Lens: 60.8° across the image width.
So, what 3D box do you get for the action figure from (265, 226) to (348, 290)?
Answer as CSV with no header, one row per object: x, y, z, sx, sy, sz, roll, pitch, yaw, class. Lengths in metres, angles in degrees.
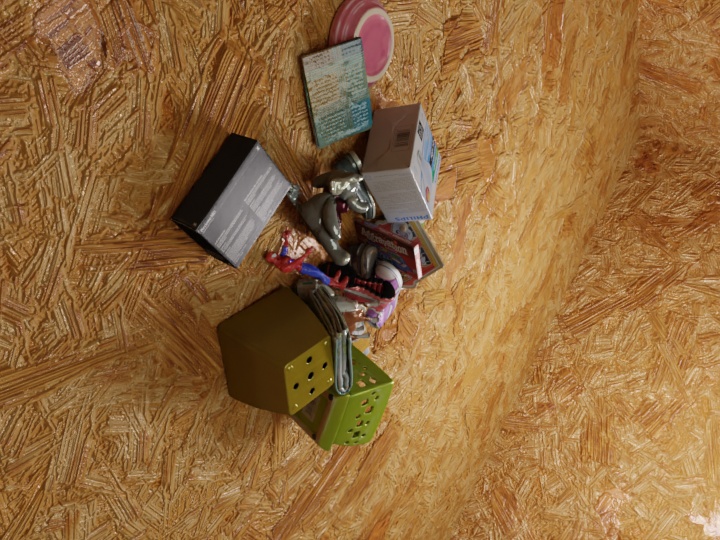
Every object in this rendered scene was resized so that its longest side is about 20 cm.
-0.113,-0.029,1.357,0.198,0.065,0.100,14,100,-33,action figure

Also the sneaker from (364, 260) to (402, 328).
0.053,0.074,1.566,0.115,0.072,0.202,-53,154,-34,sneaker

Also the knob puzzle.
0.089,-0.039,1.581,0.030,0.217,0.223,-30,133,-64,knob puzzle

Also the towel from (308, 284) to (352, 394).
-0.068,0.157,1.387,0.048,0.172,0.202,-14,133,-19,towel

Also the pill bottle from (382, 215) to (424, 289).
0.102,-0.057,1.650,0.110,0.110,0.203,-13,118,-52,pill bottle

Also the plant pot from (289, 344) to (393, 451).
-0.065,0.314,1.524,0.180,0.198,0.202,-5,123,-47,plant pot

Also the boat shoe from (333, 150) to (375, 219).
-0.015,-0.192,1.462,0.061,0.073,0.201,-29,138,-9,boat shoe

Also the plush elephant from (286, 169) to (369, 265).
-0.055,-0.145,1.327,0.154,0.165,0.201,-36,116,-3,plush elephant

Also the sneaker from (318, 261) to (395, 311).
-0.018,0.050,1.493,0.087,0.198,0.074,117,-7,-46,sneaker

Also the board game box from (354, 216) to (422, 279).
0.067,-0.056,1.518,0.019,0.199,0.104,-38,137,-29,board game box

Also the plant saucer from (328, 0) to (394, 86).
0.012,-0.492,1.334,0.200,0.050,0.203,-31,131,-44,plant saucer

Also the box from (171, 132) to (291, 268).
-0.236,-0.130,1.148,0.201,0.078,0.141,-59,149,-15,box

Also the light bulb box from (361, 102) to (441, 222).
0.104,-0.254,1.479,0.200,0.123,0.201,54,40,-52,light bulb box

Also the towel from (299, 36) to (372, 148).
-0.048,-0.373,1.295,0.145,0.022,0.202,-24,130,-18,towel

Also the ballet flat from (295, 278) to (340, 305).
-0.084,0.072,1.475,0.072,0.071,0.200,-63,147,-9,ballet flat

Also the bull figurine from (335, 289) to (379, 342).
-0.023,0.113,1.456,0.120,0.066,0.201,5,147,-20,bull figurine

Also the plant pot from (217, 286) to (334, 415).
-0.165,0.188,1.325,0.199,0.175,0.203,-31,131,-38,plant pot

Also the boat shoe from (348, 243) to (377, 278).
0.000,0.000,1.572,0.075,0.073,0.202,-52,157,-38,boat shoe

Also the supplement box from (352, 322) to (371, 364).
-0.023,0.173,1.638,0.069,0.066,0.202,-39,137,-34,supplement box
